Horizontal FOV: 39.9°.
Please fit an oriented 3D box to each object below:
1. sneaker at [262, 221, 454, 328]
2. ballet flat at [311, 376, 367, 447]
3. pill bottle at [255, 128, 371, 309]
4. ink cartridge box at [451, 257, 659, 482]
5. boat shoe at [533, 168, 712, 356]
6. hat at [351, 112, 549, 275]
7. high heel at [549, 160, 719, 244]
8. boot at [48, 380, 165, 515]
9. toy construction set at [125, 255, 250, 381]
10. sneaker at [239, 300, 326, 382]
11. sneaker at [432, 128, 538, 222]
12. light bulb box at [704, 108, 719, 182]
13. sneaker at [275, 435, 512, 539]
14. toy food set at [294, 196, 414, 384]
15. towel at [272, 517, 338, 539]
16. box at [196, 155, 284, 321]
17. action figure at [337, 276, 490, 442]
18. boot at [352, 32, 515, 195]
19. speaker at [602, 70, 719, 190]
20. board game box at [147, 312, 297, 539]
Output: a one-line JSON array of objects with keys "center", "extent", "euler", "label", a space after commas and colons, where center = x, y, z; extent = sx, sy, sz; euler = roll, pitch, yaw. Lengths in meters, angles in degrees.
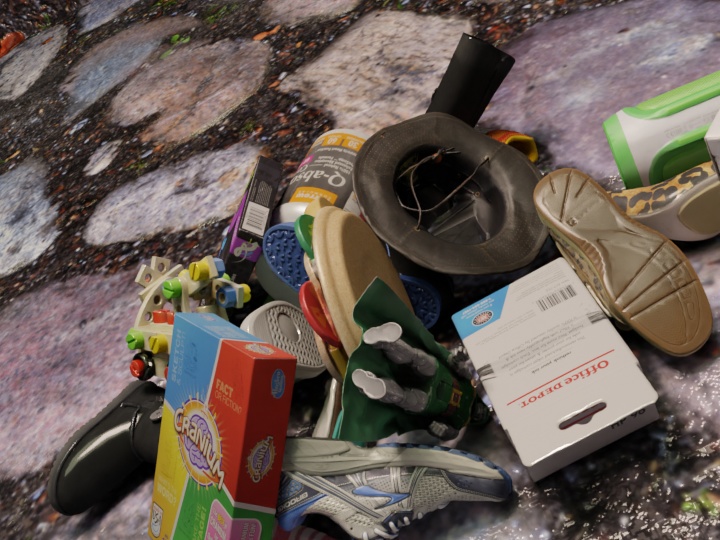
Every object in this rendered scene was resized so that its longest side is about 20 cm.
[{"center": [0.000, 0.000, 0.998], "extent": [0.198, 0.071, 0.078], "euler": [24, 23, 14], "label": "sneaker"}, {"center": [-0.015, 0.130, 0.910], "extent": [0.069, 0.070, 0.202], "euler": [-8, 40, 31], "label": "ballet flat"}, {"center": [-0.038, -0.058, 1.121], "extent": [0.115, 0.117, 0.201], "euler": [-7, 39, 33], "label": "pill bottle"}, {"center": [0.160, 0.088, 0.806], "extent": [0.115, 0.068, 0.201], "euler": [-28, 32, 6], "label": "ink cartridge box"}, {"center": [0.223, -0.004, 0.846], "extent": [0.073, 0.063, 0.201], "euler": [-31, 59, -3], "label": "boat shoe"}, {"center": [0.083, -0.055, 0.971], "extent": [0.197, 0.081, 0.203], "euler": [6, 55, -8], "label": "hat"}, {"center": [0.269, -0.077, 0.927], "extent": [0.199, 0.071, 0.143], "euler": [-37, 38, 8], "label": "high heel"}, {"center": [-0.196, 0.185, 0.973], "extent": [0.198, 0.066, 0.166], "euler": [7, 50, 39], "label": "boot"}, {"center": [-0.187, 0.046, 1.011], "extent": [0.091, 0.134, 0.199], "euler": [-9, 9, -31], "label": "toy construction set"}, {"center": [-0.087, 0.088, 0.934], "extent": [0.117, 0.075, 0.200], "euler": [-31, -13, 16], "label": "sneaker"}, {"center": [0.127, -0.085, 1.064], "extent": [0.076, 0.073, 0.201], "euler": [11, 54, 36], "label": "sneaker"}, {"center": [0.370, -0.085, 0.741], "extent": [0.124, 0.200, 0.201], "euler": [2, 44, 44], "label": "light bulb box"}, {"center": [0.022, 0.180, 0.794], "extent": [0.196, 0.077, 0.087], "euler": [2, 81, 10], "label": "sneaker"}, {"center": [0.000, 0.035, 0.852], "extent": [0.048, 0.202, 0.198], "euler": [-22, 14, 16], "label": "toy food set"}, {"center": [-0.085, 0.267, 0.809], "extent": [0.198, 0.030, 0.147], "euler": [6, 47, 44], "label": "towel"}, {"center": [-0.142, -0.009, 1.112], "extent": [0.144, 0.036, 0.201], "euler": [-84, 17, -52], "label": "box"}, {"center": [0.054, 0.093, 0.784], "extent": [0.054, 0.199, 0.120], "euler": [11, 79, 32], "label": "action figure"}, {"center": [0.081, -0.155, 1.057], "extent": [0.202, 0.065, 0.165], "euler": [-58, -13, 16], "label": "boot"}, {"center": [0.339, -0.146, 0.954], "extent": [0.197, 0.089, 0.089], "euler": [-21, 33, 15], "label": "speaker"}, {"center": [-0.118, 0.150, 0.819], "extent": [0.040, 0.204, 0.152], "euler": [4, 8, -35], "label": "board game box"}]
